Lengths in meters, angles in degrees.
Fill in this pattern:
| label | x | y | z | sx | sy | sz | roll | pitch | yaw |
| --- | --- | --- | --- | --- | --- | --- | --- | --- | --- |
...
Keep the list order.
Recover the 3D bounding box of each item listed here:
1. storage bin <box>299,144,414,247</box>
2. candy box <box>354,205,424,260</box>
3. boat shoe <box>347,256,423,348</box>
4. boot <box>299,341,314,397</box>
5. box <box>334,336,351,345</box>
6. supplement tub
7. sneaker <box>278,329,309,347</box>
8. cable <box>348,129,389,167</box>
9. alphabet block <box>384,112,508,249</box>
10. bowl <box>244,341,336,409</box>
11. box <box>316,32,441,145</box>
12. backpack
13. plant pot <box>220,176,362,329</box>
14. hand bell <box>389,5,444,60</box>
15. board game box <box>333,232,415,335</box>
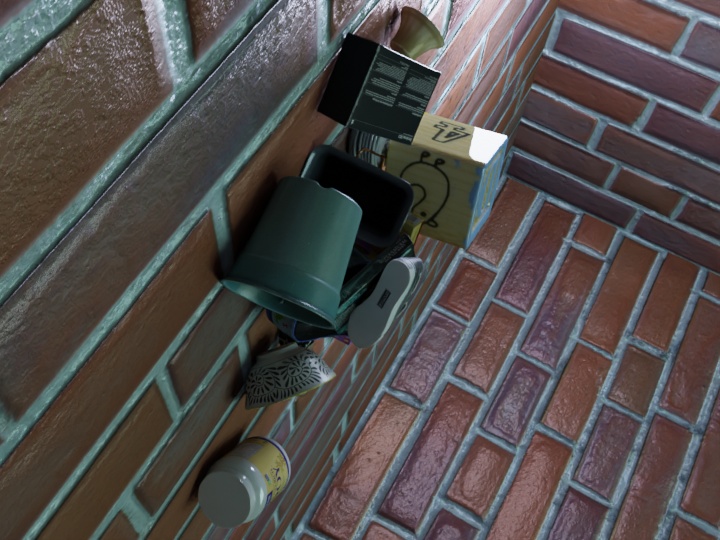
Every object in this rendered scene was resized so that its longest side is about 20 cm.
| label | x | y | z | sx | sy | sz | roll | pitch | yaw |
| --- | --- | --- | --- | --- | --- | --- | --- | --- | --- |
| storage bin | -0.002 | -0.148 | 1.451 | 0.134 | 0.199 | 0.146 | -57 | 172 | -79 |
| candy box | 0.016 | -0.091 | 1.582 | 0.056 | 0.199 | 0.117 | -39 | 154 | -54 |
| boat shoe | 0.047 | 0.055 | 1.409 | 0.068 | 0.072 | 0.201 | -16 | 141 | -52 |
| boot | -0.144 | 0.223 | 1.881 | 0.147 | 0.070 | 0.200 | -69 | 167 | 15 |
| box | -0.039 | 0.081 | 1.858 | 0.200 | 0.136 | 0.039 | -45 | 158 | -53 |
| supplement tub | -0.250 | 0.457 | 1.737 | 0.146 | 0.145 | 0.200 | -66 | 168 | 15 |
| sneaker | -0.112 | 0.084 | 1.720 | 0.201 | 0.077 | 0.085 | -66 | 173 | 13 |
| cable | 0.049 | -0.298 | 1.598 | 0.201 | 0.069 | 0.200 | -62 | 168 | -5 |
| alphabet block | 0.169 | -0.189 | 1.644 | 0.196 | 0.199 | 0.197 | -47 | 151 | -56 |
| bowl | -0.158 | 0.205 | 1.643 | 0.095 | 0.199 | 0.201 | 71 | 19 | -2 |
| box | 0.035 | -0.306 | 1.372 | 0.199 | 0.079 | 0.142 | 4 | 112 | -55 |
| backpack | -0.086 | 0.039 | 1.522 | 0.199 | 0.147 | 0.184 | -12 | 129 | -51 |
| plant pot | -0.098 | -0.033 | 1.297 | 0.200 | 0.199 | 0.197 | 65 | 45 | -74 |
| hand bell | 0.054 | -0.375 | 1.479 | 0.200 | 0.104 | 0.104 | -51 | 167 | -4 |
| board game box | 0.017 | 0.027 | 1.431 | 0.200 | 0.028 | 0.135 | -41 | 162 | -8 |
